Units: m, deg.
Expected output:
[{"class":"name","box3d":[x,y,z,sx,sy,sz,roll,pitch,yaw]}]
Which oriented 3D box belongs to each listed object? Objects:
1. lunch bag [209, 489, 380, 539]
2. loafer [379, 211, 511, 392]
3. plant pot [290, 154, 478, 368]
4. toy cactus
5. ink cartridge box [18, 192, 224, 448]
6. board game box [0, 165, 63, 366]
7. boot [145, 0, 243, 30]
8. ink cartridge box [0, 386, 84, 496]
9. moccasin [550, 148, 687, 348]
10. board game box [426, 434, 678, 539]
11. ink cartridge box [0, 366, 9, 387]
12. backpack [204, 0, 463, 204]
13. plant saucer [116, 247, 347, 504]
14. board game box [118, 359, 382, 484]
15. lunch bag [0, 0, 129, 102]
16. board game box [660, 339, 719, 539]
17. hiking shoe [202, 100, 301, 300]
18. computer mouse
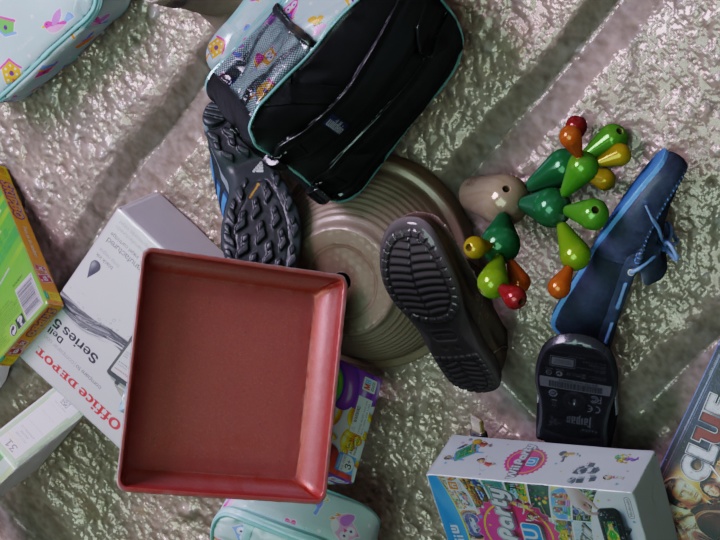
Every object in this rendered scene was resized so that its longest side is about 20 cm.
[{"class":"lunch bag","box3d":[-0.068,0.279,1.675,0.160,0.077,0.201,17,139,8]},{"class":"loafer","box3d":[0.076,0.018,1.548,0.073,0.071,0.201,2,135,30]},{"class":"plant pot","box3d":[0.000,0.000,1.608,0.200,0.093,0.202,6,107,20]},{"class":"toy cactus","box3d":[0.141,-0.058,1.516,0.165,0.102,0.201,14,68,52]},{"class":"ink cartridge box","box3d":[-0.214,0.050,1.711,0.145,0.084,0.200,41,115,7]},{"class":"board game box","box3d":[-0.358,-0.013,1.743,0.096,0.030,0.201,-45,58,26]},{"class":"boot","box3d":[-0.149,-0.253,1.570,0.070,0.146,0.200,-39,88,24]},{"class":"ink cartridge box","box3d":[-0.370,0.206,1.730,0.048,0.200,0.146,49,141,2]},{"class":"moccasin","box3d":[0.237,-0.016,1.527,0.068,0.081,0.200,31,128,6]},{"class":"board game box","box3d":[0.175,0.227,1.575,0.199,0.064,0.148,1,124,32]},{"class":"ink cartridge box","box3d":[-0.462,0.054,1.778,0.199,0.145,0.084,29,113,12]},{"class":"backpack","box3d":[-0.019,-0.183,1.521,0.200,0.176,0.154,-44,49,10]},{"class":"plant saucer","box3d":[-0.113,0.092,1.504,0.037,0.199,0.201,0,83,59]},{"class":"board game box","box3d":[-0.098,0.112,1.598,0.103,0.199,0.105,-12,57,56]},{"class":"lunch bag","box3d":[-0.329,-0.261,1.670,0.200,0.077,0.161,-35,89,26]},{"class":"board game box","box3d":[0.337,0.173,1.550,0.135,0.035,0.201,26,112,14]},{"class":"hiking shoe","box3d":[-0.093,-0.058,1.604,0.074,0.087,0.201,-9,73,-2]},{"class":"computer mouse","box3d":[0.167,0.124,1.588,0.140,0.046,0.201,5,127,17]}]
